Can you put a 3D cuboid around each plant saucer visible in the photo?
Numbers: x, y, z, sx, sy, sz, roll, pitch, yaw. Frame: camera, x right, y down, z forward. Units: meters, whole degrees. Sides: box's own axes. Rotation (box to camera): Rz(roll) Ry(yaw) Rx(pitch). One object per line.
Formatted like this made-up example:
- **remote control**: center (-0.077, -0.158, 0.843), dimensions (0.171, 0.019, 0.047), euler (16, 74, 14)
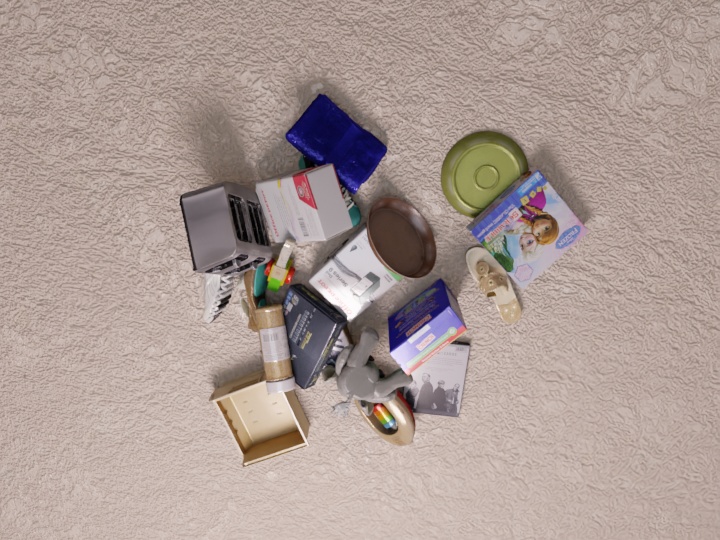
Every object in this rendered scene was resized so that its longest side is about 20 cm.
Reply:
- **plant saucer**: center (0.086, -0.068, 1.373), dimensions (0.200, 0.200, 0.034), euler (45, 136, -10)
- **plant saucer**: center (0.281, -0.210, 1.388), dimensions (0.199, 0.031, 0.201), euler (1, 107, 3)

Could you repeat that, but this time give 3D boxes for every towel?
- **towel**: center (-0.047, -0.279, 1.335), dimensions (0.200, 0.050, 0.148), euler (37, 64, -9)

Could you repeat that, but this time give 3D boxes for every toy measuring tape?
- **toy measuring tape**: center (-0.177, -0.023, 1.424), dimensions (0.073, 0.074, 0.200), euler (23, 137, -4)

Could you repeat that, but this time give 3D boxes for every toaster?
- **toaster**: center (-0.290, -0.093, 1.331), dimensions (0.118, 0.181, 0.201), euler (-16, 82, 15)

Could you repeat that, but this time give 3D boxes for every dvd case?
- **dvd case**: center (0.185, 0.267, 1.536), dimensions (0.150, 0.025, 0.201), euler (6, 106, 1)

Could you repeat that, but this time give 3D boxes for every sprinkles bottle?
- **sprinkles bottle**: center (-0.199, 0.181, 1.434), dimensions (0.068, 0.068, 0.201), euler (-9, 91, 5)

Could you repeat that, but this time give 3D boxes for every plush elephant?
- **plush elephant**: center (-0.001, 0.246, 1.418), dimensions (0.165, 0.155, 0.200), euler (43, 83, -6)

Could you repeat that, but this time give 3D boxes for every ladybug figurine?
- **ladybug figurine**: center (0.067, 0.345, 1.526), dimensions (0.136, 0.072, 0.200), euler (-33, 94, 42)

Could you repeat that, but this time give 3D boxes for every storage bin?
- **storage bin**: center (-0.253, 0.364, 1.549), dimensions (0.198, 0.094, 0.200), euler (-21, 105, 8)

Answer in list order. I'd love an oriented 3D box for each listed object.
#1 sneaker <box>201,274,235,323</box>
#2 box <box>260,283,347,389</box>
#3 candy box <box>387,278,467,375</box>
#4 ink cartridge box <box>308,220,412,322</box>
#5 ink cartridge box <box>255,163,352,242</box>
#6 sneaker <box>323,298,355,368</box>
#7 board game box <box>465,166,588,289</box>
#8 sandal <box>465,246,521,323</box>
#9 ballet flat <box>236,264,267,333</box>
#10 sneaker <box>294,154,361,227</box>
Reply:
- **sneaker**: center (-0.344, 0.027, 1.471), dimensions (0.081, 0.075, 0.201), euler (20, 99, 5)
- **box**: center (-0.138, 0.156, 1.463), dimensions (0.158, 0.051, 0.200), euler (36, 113, 23)
- **candy box**: center (0.147, 0.122, 1.403), dimensions (0.169, 0.200, 0.077), euler (-38, 101, 13)
- **ink cartridge box**: center (0.000, 0.000, 1.434), dimensions (0.200, 0.084, 0.146), euler (-42, 101, 13)
- **ink cartridge box**: center (-0.127, -0.144, 1.342), dimensions (0.083, 0.200, 0.146), euler (-29, 109, -35)
- **sneaker**: center (-0.079, 0.169, 1.496), dimensions (0.108, 0.070, 0.200), euler (-20, 108, 6)
- **board game box**: center (0.376, -0.093, 1.391), dimensions (0.200, 0.041, 0.199), euler (-43, 109, 9)
- **sandal**: center (0.320, 0.040, 1.439), dimensions (0.078, 0.070, 0.212), euler (-30, 103, 11)
- **ballet flat**: center (-0.259, 0.059, 1.483), dimensions (0.072, 0.068, 0.201), euler (4, 112, 21)
- **sneaker**: center (-0.063, -0.180, 1.376), dimensions (0.200, 0.080, 0.071), euler (48, 62, -10)
